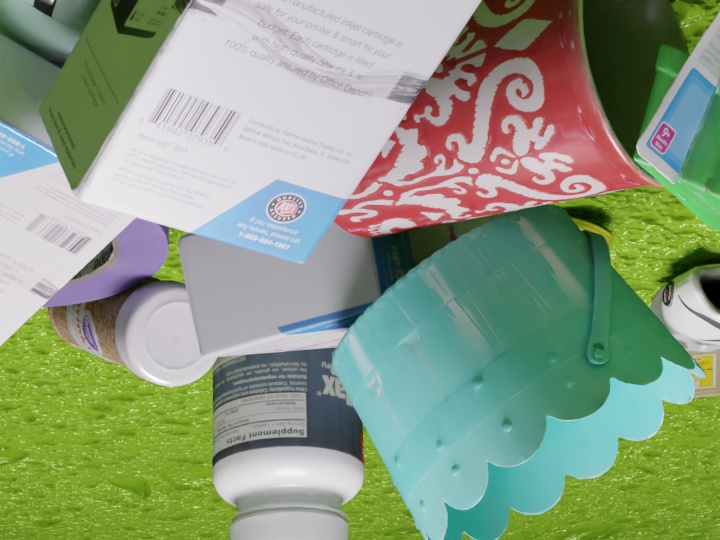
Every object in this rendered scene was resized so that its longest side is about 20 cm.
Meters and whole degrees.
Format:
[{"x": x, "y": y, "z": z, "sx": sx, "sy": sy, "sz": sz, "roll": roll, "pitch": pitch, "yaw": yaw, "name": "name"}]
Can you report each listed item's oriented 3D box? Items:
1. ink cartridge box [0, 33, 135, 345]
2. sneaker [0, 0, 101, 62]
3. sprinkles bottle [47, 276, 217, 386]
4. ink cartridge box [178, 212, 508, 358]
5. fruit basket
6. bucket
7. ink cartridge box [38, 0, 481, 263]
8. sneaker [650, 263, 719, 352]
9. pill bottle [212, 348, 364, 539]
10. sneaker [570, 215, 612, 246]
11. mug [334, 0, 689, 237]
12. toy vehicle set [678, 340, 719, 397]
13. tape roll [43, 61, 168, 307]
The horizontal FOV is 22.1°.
[{"x": -0.218, "y": -0.031, "z": 1.024, "sx": 0.116, "sy": 0.067, "sz": 0.200, "roll": 30, "pitch": 129, "yaw": -29, "name": "ink cartridge box"}, {"x": -0.095, "y": -0.144, "z": 0.960, "sx": 0.200, "sy": 0.074, "sz": 0.118, "roll": 5, "pitch": 162, "yaw": -10, "name": "sneaker"}, {"x": -0.160, "y": 0.034, "z": 1.279, "sx": 0.068, "sy": 0.068, "sz": 0.200, "roll": 10, "pitch": -179, "yaw": -25, "name": "sprinkles bottle"}, {"x": 0.000, "y": 0.000, "z": 1.222, "sx": 0.144, "sy": 0.085, "sz": 0.200, "roll": -16, "pitch": 173, "yaw": 31, "name": "ink cartridge box"}, {"x": 0.238, "y": -0.109, "z": 0.963, "sx": 0.200, "sy": 0.094, "sz": 0.185, "roll": -54, "pitch": 142, "yaw": 2, "name": "fruit basket"}, {"x": 0.091, "y": 0.065, "z": 1.120, "sx": 0.207, "sy": 0.135, "sz": 0.207, "roll": -30, "pitch": 162, "yaw": -11, "name": "bucket"}, {"x": -0.046, "y": -0.117, "z": 0.916, "sx": 0.145, "sy": 0.084, "sz": 0.200, "roll": 17, "pitch": 118, "yaw": -37, "name": "ink cartridge box"}, {"x": 0.330, "y": 0.029, "z": 1.401, "sx": 0.200, "sy": 0.074, "sz": 0.089, "roll": 1, "pitch": 158, "yaw": -9, "name": "sneaker"}, {"x": -0.056, "y": 0.128, "z": 1.436, "sx": 0.119, "sy": 0.200, "sz": 0.120, "roll": -2, "pitch": 157, "yaw": -1, "name": "pill bottle"}, {"x": 0.087, "y": 0.017, "z": 1.340, "sx": 0.200, "sy": 0.085, "sz": 0.074, "roll": -14, "pitch": 153, "yaw": 25, "name": "sneaker"}, {"x": 0.084, "y": -0.076, "z": 1.056, "sx": 0.200, "sy": 0.134, "sz": 0.178, "roll": -14, "pitch": 130, "yaw": 34, "name": "mug"}, {"x": 0.272, "y": 0.077, "z": 1.564, "sx": 0.200, "sy": 0.027, "sz": 0.124, "roll": -5, "pitch": 156, "yaw": 7, "name": "toy vehicle set"}, {"x": -0.220, "y": -0.052, "z": 1.157, "sx": 0.200, "sy": 0.085, "sz": 0.200, "roll": -2, "pitch": 155, "yaw": -1, "name": "tape roll"}]
